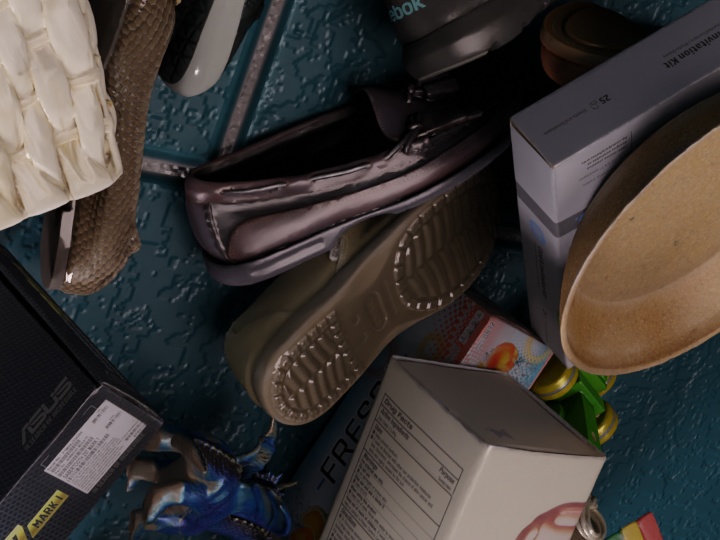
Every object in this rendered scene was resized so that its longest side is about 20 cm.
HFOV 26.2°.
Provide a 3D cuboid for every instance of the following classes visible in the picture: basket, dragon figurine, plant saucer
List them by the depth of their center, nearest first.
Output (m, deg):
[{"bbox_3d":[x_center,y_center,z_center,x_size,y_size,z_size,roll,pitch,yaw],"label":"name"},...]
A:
[{"bbox_3d":[-0.184,-0.114,0.615,0.136,0.123,0.200,-24,127,-20],"label":"basket"},{"bbox_3d":[0.174,-0.028,0.784,0.200,0.035,0.200,-25,146,-18],"label":"plant saucer"},{"bbox_3d":[-0.068,0.110,0.818,0.099,0.059,0.200,1,154,-16],"label":"dragon figurine"}]

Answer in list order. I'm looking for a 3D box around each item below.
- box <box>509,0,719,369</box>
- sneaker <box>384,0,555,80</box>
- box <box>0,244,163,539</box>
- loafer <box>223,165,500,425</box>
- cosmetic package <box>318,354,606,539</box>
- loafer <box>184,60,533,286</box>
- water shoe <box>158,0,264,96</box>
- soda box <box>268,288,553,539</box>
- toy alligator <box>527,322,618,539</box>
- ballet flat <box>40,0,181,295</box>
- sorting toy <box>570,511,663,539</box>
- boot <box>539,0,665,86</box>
[{"bbox_3d":[0.158,-0.046,0.818,0.156,0.041,0.200,-30,149,-10],"label":"box"},{"bbox_3d":[0.088,-0.174,0.799,0.200,0.075,0.079,-36,100,-32],"label":"sneaker"},{"bbox_3d":[-0.202,0.091,0.692,0.200,0.158,0.051,-49,139,-1],"label":"box"},{"bbox_3d":[0.000,0.000,0.843,0.200,0.068,0.076,-40,134,-30],"label":"loafer"},{"bbox_3d":[0.039,0.159,0.841,0.087,0.103,0.200,10,111,-34],"label":"cosmetic package"},{"bbox_3d":[0.001,-0.064,0.806,0.200,0.072,0.063,-30,124,-13],"label":"loafer"},{"bbox_3d":[-0.039,-0.172,0.716,0.079,0.072,0.200,4,113,-38],"label":"water shoe"},{"bbox_3d":[0.024,0.104,0.913,0.064,0.068,0.200,29,98,-41],"label":"soda box"},{"bbox_3d":[0.116,0.086,0.919,0.054,0.200,0.059,-25,123,27],"label":"toy alligator"},{"bbox_3d":[-0.110,-0.075,0.721,0.046,0.067,0.200,6,117,-22],"label":"ballet flat"},{"bbox_3d":[0.129,0.200,0.950,0.070,0.200,0.199,-25,126,-22],"label":"sorting toy"},{"bbox_3d":[0.127,-0.065,0.866,0.155,0.077,0.200,-62,160,18],"label":"boot"}]
